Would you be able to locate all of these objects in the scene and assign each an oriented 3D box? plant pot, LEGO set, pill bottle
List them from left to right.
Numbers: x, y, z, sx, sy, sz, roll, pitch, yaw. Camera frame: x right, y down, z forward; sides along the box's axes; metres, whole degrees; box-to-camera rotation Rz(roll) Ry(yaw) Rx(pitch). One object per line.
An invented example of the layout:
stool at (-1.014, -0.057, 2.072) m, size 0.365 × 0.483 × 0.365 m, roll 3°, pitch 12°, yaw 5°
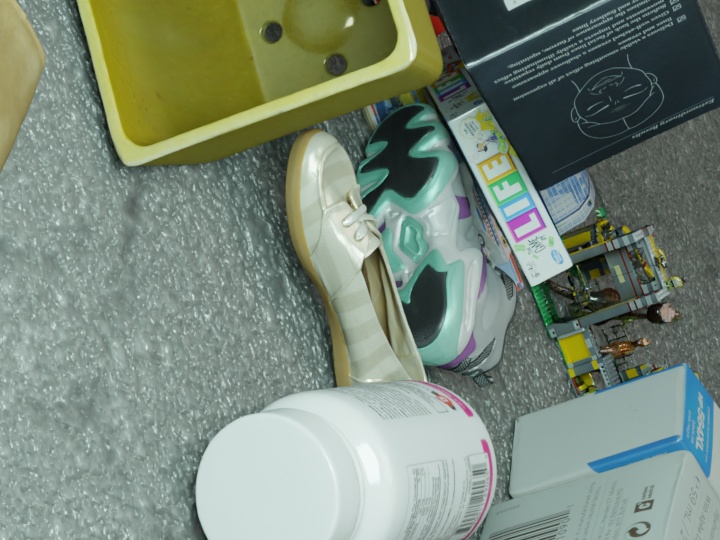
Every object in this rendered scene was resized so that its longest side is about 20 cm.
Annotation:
plant pot at (-0.052, -0.174, 1.558) m, size 0.200 × 0.194 × 0.196 m, roll 15°, pitch 58°, yaw -72°
pill bottle at (-0.008, 0.126, 1.499) m, size 0.200 × 0.113 × 0.113 m, roll 0°, pitch 72°, yaw -62°
LEGO set at (0.228, 0.039, 2.000) m, size 0.154 × 0.116 × 0.200 m, roll -6°, pitch 77°, yaw -63°

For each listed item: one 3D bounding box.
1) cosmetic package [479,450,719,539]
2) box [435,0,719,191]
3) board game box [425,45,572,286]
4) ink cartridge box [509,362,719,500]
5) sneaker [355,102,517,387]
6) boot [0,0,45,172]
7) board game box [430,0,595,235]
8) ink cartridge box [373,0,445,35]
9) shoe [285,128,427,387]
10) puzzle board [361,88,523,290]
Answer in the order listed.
cosmetic package at (0.185, 0.264, 1.708) m, size 0.200 × 0.165 × 0.165 m, roll 58°, pitch 30°, yaw -23°
box at (0.141, -0.161, 1.621) m, size 0.107 × 0.148 × 0.200 m, roll 68°, pitch 7°, yaw 27°
board game box at (0.094, -0.079, 1.800) m, size 0.135 × 0.034 × 0.200 m, roll 61°, pitch 3°, yaw -16°
ink cartridge box at (0.223, 0.179, 1.861) m, size 0.200 × 0.146 × 0.084 m, roll 51°, pitch 31°, yaw -32°
sneaker at (0.063, -0.010, 1.781) m, size 0.140 × 0.078 × 0.200 m, roll 34°, pitch 48°, yaw -52°
boot at (-0.237, -0.095, 1.286) m, size 0.200 × 0.066 × 0.175 m, roll -81°, pitch 153°, yaw -44°
board game box at (0.124, -0.132, 1.872) m, size 0.200 × 0.062 × 0.200 m, roll 59°, pitch 4°, yaw -47°
ink cartridge box at (0.040, -0.271, 1.939) m, size 0.174 × 0.044 × 0.200 m, roll 60°, pitch 27°, yaw -7°
shoe at (0.000, 0.000, 1.615) m, size 0.070 × 0.053 × 0.200 m, roll -49°, pitch 131°, yaw -54°
puzzle board at (0.063, -0.066, 1.879) m, size 0.151 × 0.017 × 0.200 m, roll -25°, pitch 95°, yaw -63°
